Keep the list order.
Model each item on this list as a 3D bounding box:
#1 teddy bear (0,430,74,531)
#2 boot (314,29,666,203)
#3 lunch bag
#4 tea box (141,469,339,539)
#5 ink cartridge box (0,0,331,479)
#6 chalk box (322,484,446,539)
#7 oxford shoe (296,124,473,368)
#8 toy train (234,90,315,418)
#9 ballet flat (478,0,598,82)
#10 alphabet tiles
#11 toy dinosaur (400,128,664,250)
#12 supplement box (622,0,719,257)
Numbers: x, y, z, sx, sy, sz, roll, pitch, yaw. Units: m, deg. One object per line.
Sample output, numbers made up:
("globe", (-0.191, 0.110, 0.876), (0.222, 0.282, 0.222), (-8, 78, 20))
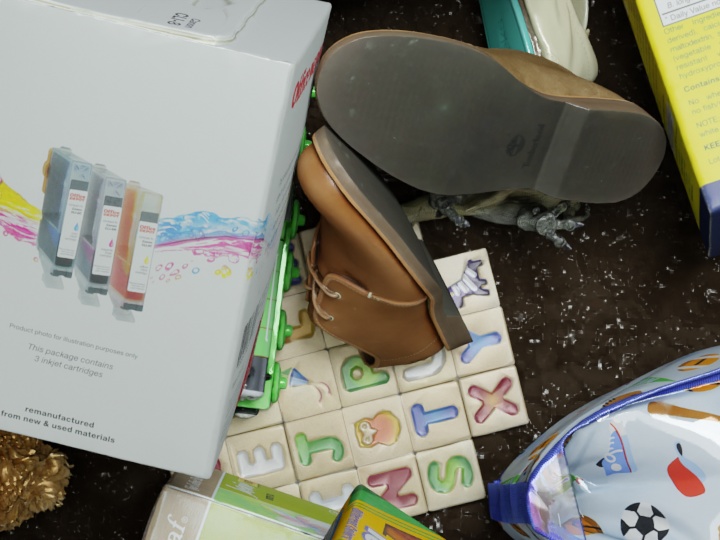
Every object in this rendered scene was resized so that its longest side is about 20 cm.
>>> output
("teddy bear", (-0.219, 0.041, 1.002), (0.144, 0.067, 0.201), (5, 87, 0))
("boot", (0.054, -0.083, 0.937), (0.199, 0.076, 0.074), (11, 117, -34))
("lunch bag", (0.169, 0.105, 0.967), (0.199, 0.170, 0.125), (-11, 84, -4))
("tea box", (-0.039, 0.225, 0.967), (0.196, 0.134, 0.201), (20, 89, -2))
("ink cartridge box", (-0.107, -0.035, 0.877), (0.144, 0.145, 0.201), (14, 108, 1))
("chalk box", (0.045, 0.211, 0.831), (0.199, 0.125, 0.124), (32, 101, -1))
("oxford shoe", (0.000, 0.000, 0.950), (0.071, 0.200, 0.072), (-25, 56, 3))
("toy train", (-0.051, -0.021, 1.011), (0.041, 0.056, 0.201), (6, 84, -1))
("ballet flat", (0.084, -0.184, 1.032), (0.069, 0.069, 0.201), (-15, 91, -3))
("alphabet tiles", (-0.015, 0.059, 1.040), (0.199, 0.006, 0.167), (-14, 89, -3))
("toy dinosaur", (0.071, -0.040, 1.009), (0.199, 0.088, 0.048), (-7, 104, -2))
("supplement box", (0.200, -0.126, 0.979), (0.108, 0.110, 0.201), (-17, 76, 6))
